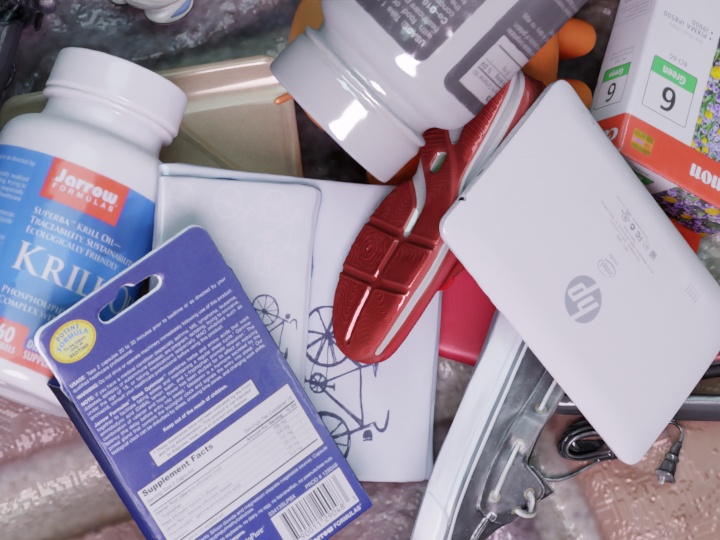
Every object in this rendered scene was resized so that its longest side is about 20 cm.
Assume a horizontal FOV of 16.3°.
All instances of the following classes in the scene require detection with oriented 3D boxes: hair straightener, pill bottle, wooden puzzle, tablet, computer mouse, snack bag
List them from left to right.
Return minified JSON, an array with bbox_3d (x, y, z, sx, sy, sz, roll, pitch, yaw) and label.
[{"bbox_3d":[-0.241,-0.104,1.533,0.053,0.138,0.200,41,81,-8],"label":"computer mouse"},{"bbox_3d":[-0.174,-0.024,1.465,0.112,0.112,0.200,19,80,3],"label":"pill bottle"},{"bbox_3d":[-0.122,-0.021,1.536,0.185,0.037,0.200,-9,76,5],"label":"wooden puzzle"},{"bbox_3d":[-0.034,0.038,1.476,0.200,0.021,0.189,4,90,-26],"label":"snack bag"},{"bbox_3d":[0.050,-0.152,1.414,0.200,0.113,0.113,-45,78,5],"label":"pill bottle"},{"bbox_3d":[0.138,0.002,1.469,0.200,0.014,0.130,50,63,-22],"label":"tablet"},{"bbox_3d":[0.173,0.091,1.524,0.200,0.041,0.077,-5,71,-6],"label":"hair straightener"}]

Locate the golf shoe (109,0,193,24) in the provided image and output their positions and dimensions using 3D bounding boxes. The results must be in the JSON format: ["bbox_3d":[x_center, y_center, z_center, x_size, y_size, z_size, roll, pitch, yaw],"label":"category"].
[{"bbox_3d":[-0.104,-0.258,1.600,0.078,0.097,0.200,15,69,3],"label":"golf shoe"}]

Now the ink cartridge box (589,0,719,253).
[{"bbox_3d":[0.195,-0.077,1.558,0.109,0.050,0.200,27,68,-25],"label":"ink cartridge box"}]

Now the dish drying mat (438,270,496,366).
[{"bbox_3d":[0.000,0.000,1.557,0.200,0.018,0.077,17,70,1],"label":"dish drying mat"}]

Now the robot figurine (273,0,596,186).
[{"bbox_3d":[0.043,-0.133,1.542,0.200,0.144,0.117,4,36,-20],"label":"robot figurine"}]

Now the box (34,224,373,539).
[{"bbox_3d":[-0.091,0.085,1.422,0.121,0.032,0.200,-35,107,-18],"label":"box"}]

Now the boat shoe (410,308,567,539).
[{"bbox_3d":[0.081,0.117,1.476,0.071,0.072,0.200,21,88,4],"label":"boat shoe"}]

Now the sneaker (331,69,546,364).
[{"bbox_3d":[0.072,-0.019,1.480,0.115,0.078,0.200,31,88,-35],"label":"sneaker"}]
